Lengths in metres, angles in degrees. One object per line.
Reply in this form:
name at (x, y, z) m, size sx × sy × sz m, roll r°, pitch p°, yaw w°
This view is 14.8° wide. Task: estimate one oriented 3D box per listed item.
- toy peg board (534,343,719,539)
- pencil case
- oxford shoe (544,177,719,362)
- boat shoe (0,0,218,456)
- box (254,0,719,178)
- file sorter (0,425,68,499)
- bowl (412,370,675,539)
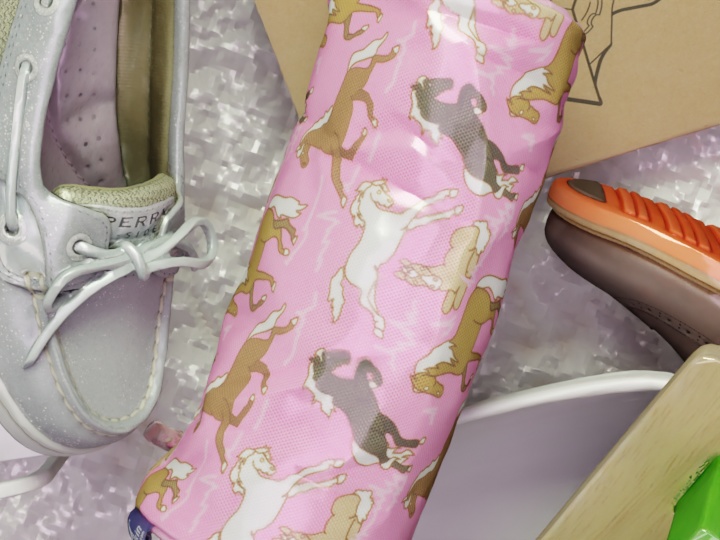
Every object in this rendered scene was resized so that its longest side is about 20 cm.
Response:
toy peg board at (0.112, 0.165, 0.800) m, size 0.199 × 0.098 × 0.200 m, roll 39°, pitch 107°, yaw 2°
pencil case at (0.000, 0.000, 0.817) m, size 0.086 × 0.083 × 0.200 m, roll 21°, pitch 91°, yaw 2°
oxford shoe at (0.134, 0.043, 0.895) m, size 0.200 × 0.071 × 0.073 m, roll 35°, pitch 102°, yaw -3°
boat shoe at (-0.077, -0.045, 0.796) m, size 0.065 × 0.074 × 0.202 m, roll 5°, pitch 95°, yaw 40°
box at (0.065, -0.104, 0.862) m, size 0.200 × 0.021 × 0.164 m, roll -17°, pitch 125°, yaw 5°
file sorter at (-0.169, -0.023, 0.865) m, size 0.139 × 0.125 × 0.200 m, roll -8°, pitch 97°, yaw 3°
bowl at (0.055, 0.134, 0.893) m, size 0.199 × 0.075 × 0.200 m, roll -18°, pitch 98°, yaw 14°
